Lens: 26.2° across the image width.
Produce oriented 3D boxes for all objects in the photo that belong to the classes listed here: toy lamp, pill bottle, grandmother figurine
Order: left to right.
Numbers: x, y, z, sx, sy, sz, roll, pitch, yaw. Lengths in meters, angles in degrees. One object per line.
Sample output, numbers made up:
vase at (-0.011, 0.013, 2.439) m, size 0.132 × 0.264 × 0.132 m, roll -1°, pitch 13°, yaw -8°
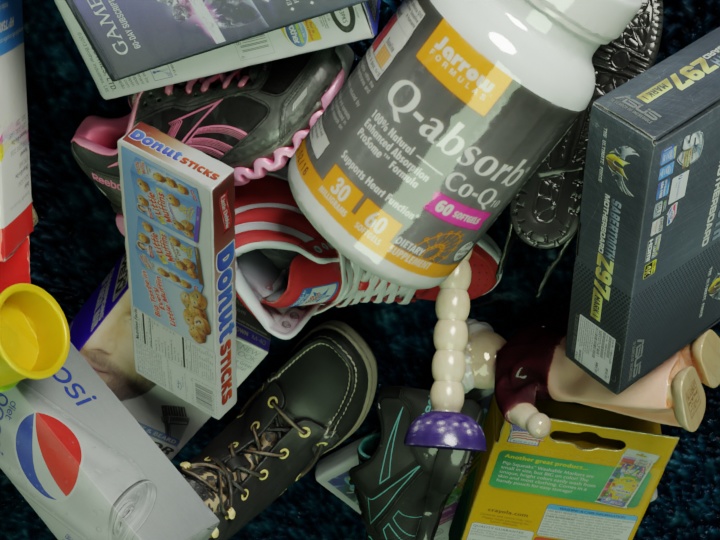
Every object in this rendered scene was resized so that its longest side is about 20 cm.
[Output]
toy lamp at (0.056, 0.008, 0.948) m, size 0.058 × 0.202 × 0.058 m, roll 4°, pitch 171°, yaw 1°
pill bottle at (0.057, -0.097, 0.852) m, size 0.116 × 0.117 × 0.200 m, roll 28°, pitch 115°, yaw -21°
grandmother figurine at (0.135, 0.067, 1.033) m, size 0.199 × 0.121 × 0.061 m, roll 5°, pitch 125°, yaw 37°

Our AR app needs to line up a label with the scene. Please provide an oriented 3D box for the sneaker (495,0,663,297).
sneaker at (0.129, -0.079, 0.937) m, size 0.060 × 0.104 × 0.201 m, roll 22°, pitch 97°, yaw 9°

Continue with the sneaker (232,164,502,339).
sneaker at (0.000, 0.000, 0.983) m, size 0.198 × 0.113 × 0.072 m, roll 16°, pitch 123°, yaw -11°

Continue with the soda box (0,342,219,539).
soda box at (-0.187, 0.122, 1.019) m, size 0.200 × 0.068 × 0.064 m, roll 47°, pitch 125°, yaw 16°

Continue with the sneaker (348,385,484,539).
sneaker at (0.030, 0.160, 1.142) m, size 0.079 × 0.076 × 0.201 m, roll 20°, pitch 126°, yaw 4°

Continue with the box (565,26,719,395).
box at (0.198, -0.042, 0.918) m, size 0.157 × 0.051 × 0.201 m, roll -31°, pitch 141°, yaw -29°

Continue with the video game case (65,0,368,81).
video game case at (-0.070, -0.184, 0.785) m, size 0.198 × 0.019 × 0.143 m, roll -14°, pitch 128°, yaw 17°

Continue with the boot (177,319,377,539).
boot at (-0.078, 0.130, 1.081) m, size 0.073 × 0.150 × 0.200 m, roll 47°, pitch 131°, yaw 6°

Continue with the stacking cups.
stacking cups at (-0.270, 0.063, 0.991) m, size 0.199 × 0.061 × 0.060 m, roll -20°, pitch 130°, yaw 38°

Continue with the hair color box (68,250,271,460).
hair color box at (-0.157, 0.071, 1.095) m, size 0.109 × 0.065 × 0.200 m, roll 28°, pitch 127°, yaw -19°

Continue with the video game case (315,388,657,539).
video game case at (0.097, 0.161, 1.190) m, size 0.199 × 0.023 × 0.182 m, roll -31°, pitch 124°, yaw 29°

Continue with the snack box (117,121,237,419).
snack box at (-0.110, 0.005, 0.948) m, size 0.072 × 0.024 × 0.201 m, roll 28°, pitch 139°, yaw 23°

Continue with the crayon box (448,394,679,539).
crayon box at (0.144, 0.160, 1.135) m, size 0.124 × 0.052 × 0.201 m, roll 9°, pitch 134°, yaw -4°

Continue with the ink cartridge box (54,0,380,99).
ink cartridge box at (-0.071, -0.185, 0.845) m, size 0.198 × 0.077 × 0.137 m, roll -10°, pitch 131°, yaw 15°

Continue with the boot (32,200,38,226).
boot at (-0.275, 0.001, 1.033) m, size 0.154 × 0.072 × 0.201 m, roll -22°, pitch 125°, yaw 20°

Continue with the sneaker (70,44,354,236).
sneaker at (-0.096, -0.097, 0.938) m, size 0.199 × 0.079 × 0.096 m, roll -29°, pitch 113°, yaw 25°

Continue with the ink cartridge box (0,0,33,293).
ink cartridge box at (-0.260, -0.072, 0.914) m, size 0.115 × 0.067 × 0.202 m, roll 1°, pitch 107°, yaw 2°
